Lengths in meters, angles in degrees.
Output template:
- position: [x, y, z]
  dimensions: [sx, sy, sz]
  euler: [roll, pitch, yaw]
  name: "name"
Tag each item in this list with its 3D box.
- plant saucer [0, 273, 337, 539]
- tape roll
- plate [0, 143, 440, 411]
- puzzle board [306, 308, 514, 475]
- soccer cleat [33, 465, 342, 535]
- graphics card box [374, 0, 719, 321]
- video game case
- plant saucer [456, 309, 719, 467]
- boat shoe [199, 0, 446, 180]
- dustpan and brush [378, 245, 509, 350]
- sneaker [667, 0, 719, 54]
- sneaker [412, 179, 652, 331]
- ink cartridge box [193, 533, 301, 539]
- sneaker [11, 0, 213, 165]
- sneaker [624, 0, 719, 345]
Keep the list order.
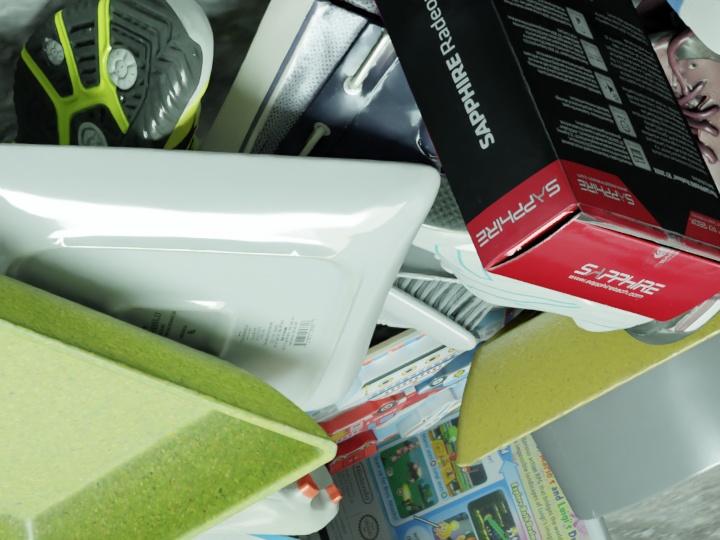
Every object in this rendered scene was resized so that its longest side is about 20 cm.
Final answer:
- position: [-0.146, 0.069, 1.163]
  dimensions: [0.199, 0.048, 0.199]
  euler: [-32, 141, 34]
  name: "plant saucer"
- position: [0.186, 0.055, 1.485]
  dimensions: [0.200, 0.066, 0.200]
  euler: [-29, 180, 0]
  name: "tape roll"
- position: [-0.081, 0.014, 1.165]
  dimensions: [0.199, 0.032, 0.200]
  euler: [2, 150, -12]
  name: "plate"
- position: [-0.007, 0.079, 1.491]
  dimensions: [0.199, 0.017, 0.151]
  euler: [-27, 162, -10]
  name: "puzzle board"
- position: [-0.084, 0.098, 1.335]
  dimensions: [0.077, 0.070, 0.200]
  euler: [-39, 151, 21]
  name: "soccer cleat"
- position: [0.065, -0.082, 1.063]
  dimensions: [0.051, 0.201, 0.125]
  euler: [-35, 152, 28]
  name: "graphics card box"
- position: [0.052, 0.172, 1.560]
  dimensions: [0.181, 0.201, 0.024]
  euler: [-25, 153, 11]
  name: "video game case"
- position: [0.144, 0.015, 1.423]
  dimensions: [0.199, 0.049, 0.200]
  euler: [-29, -179, 20]
  name: "plant saucer"
- position: [-0.014, -0.043, 1.158]
  dimensions: [0.075, 0.092, 0.200]
  euler: [-52, 172, -48]
  name: "boat shoe"
- position: [0.000, 0.000, 1.327]
  dimensions: [0.199, 0.058, 0.139]
  euler: [27, 160, -26]
  name: "dustpan and brush"
- position: [0.214, -0.138, 1.196]
  dimensions: [0.199, 0.083, 0.074]
  euler: [-14, 153, -17]
  name: "sneaker"
- position: [0.049, -0.022, 1.248]
  dimensions: [0.199, 0.071, 0.080]
  euler: [27, 153, -9]
  name: "sneaker"
- position: [-0.035, 0.227, 1.452]
  dimensions: [0.128, 0.126, 0.200]
  euler: [14, 159, 16]
  name: "ink cartridge box"
- position: [-0.100, -0.060, 1.161]
  dimensions: [0.076, 0.076, 0.200]
  euler: [-24, 166, -33]
  name: "sneaker"
- position: [0.143, -0.066, 1.272]
  dimensions: [0.115, 0.076, 0.201]
  euler: [17, 108, -38]
  name: "sneaker"
